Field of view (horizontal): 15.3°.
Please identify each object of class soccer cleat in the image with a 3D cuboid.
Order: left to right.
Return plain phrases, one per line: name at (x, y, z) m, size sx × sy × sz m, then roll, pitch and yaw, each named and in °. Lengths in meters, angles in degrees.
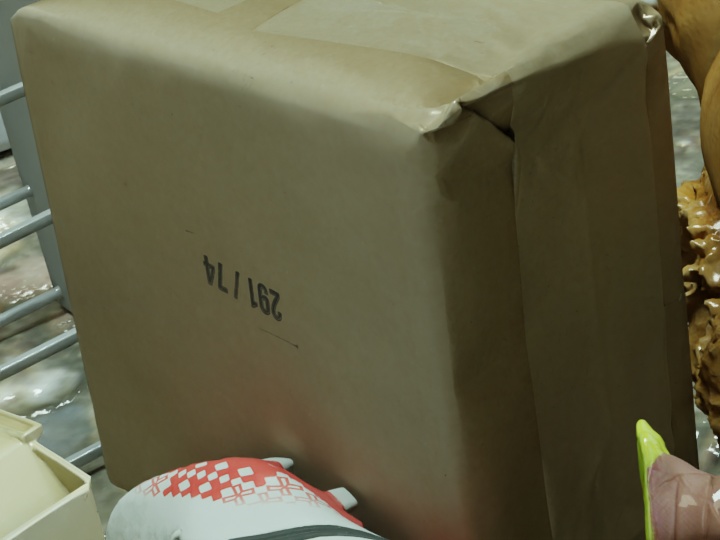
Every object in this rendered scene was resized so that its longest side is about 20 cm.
soccer cleat at (-0.023, 0.103, 0.771) m, size 0.085 × 0.069 × 0.200 m, roll -20°, pitch 23°, yaw -39°

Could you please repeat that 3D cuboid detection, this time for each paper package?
paper package at (0.000, 0.000, 0.842) m, size 0.103 × 0.191 × 0.200 m, roll -27°, pitch 32°, yaw -35°

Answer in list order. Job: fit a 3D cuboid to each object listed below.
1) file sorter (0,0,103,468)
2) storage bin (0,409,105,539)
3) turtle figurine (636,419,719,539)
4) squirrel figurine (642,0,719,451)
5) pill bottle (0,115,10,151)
file sorter at (-0.146, -0.034, 0.962) m, size 0.124 × 0.201 × 0.139 m, roll -26°, pitch 29°, yaw -24°
storage bin at (-0.203, 0.115, 0.808) m, size 0.198 × 0.094 × 0.200 m, roll 15°, pitch 36°, yaw 41°
turtle figurine at (0.159, 0.058, 0.719) m, size 0.161 × 0.065 × 0.200 m, roll -11°, pitch -3°, yaw 10°
squirrel figurine at (0.138, -0.035, 0.840) m, size 0.141 × 0.200 × 0.187 m, roll -4°, pitch 37°, yaw -27°
pill bottle at (-0.225, -0.130, 1.284) m, size 0.112 × 0.112 × 0.200 m, roll -27°, pitch 31°, yaw -29°
